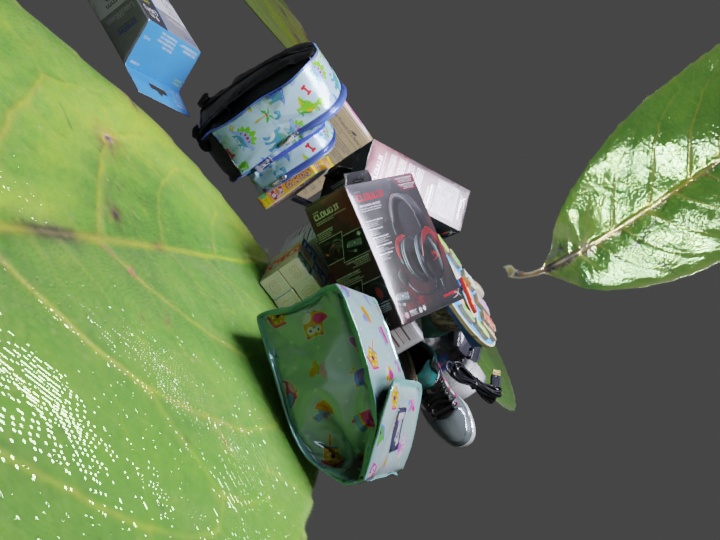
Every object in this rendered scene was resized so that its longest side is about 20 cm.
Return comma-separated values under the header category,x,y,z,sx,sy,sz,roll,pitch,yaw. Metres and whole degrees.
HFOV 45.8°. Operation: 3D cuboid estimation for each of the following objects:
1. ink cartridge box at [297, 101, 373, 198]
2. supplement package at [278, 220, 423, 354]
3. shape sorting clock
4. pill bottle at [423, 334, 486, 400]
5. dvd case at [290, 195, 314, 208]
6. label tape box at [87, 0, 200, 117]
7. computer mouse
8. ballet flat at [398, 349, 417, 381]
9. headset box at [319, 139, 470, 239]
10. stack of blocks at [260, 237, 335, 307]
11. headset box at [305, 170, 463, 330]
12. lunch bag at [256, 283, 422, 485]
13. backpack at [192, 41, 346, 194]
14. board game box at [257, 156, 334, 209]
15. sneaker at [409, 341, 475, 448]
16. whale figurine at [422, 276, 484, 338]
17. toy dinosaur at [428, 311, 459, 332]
category,x,y,z,sx,sy,sz,roll,pitch,yaw
ink cartridge box,-0.094,-0.243,1.450,0.200,0.165,0.075,50,13,-33
supplement package,-0.012,0.020,1.205,0.200,0.111,0.156,56,11,-13
shape sorting clock,0.140,0.022,1.225,0.200,0.039,0.200,56,15,-24
pill bottle,0.128,0.132,1.493,0.200,0.114,0.114,57,11,0
dvd case,-0.022,-0.085,1.497,0.148,0.016,0.200,23,0,18
label tape box,-0.278,-0.314,1.113,0.200,0.063,0.144,59,12,10
computer mouse,0.200,0.126,1.441,0.140,0.046,0.200,39,33,-28
ballet flat,0.053,0.126,1.306,0.046,0.067,0.200,18,27,-30
headset box,0.040,-0.113,1.295,0.200,0.149,0.075,25,67,-23
stack of blocks,-0.042,0.068,1.076,0.200,0.059,0.115,54,12,-14
headset box,0.028,-0.030,1.070,0.148,0.075,0.200,-17,83,-51
lunch bag,-0.010,0.126,0.902,0.200,0.122,0.170,68,11,13
backpack,-0.114,-0.218,1.199,0.147,0.200,0.183,51,11,-26
board game box,-0.096,-0.140,1.328,0.030,0.095,0.200,54,11,-7
sneaker,0.108,0.184,1.335,0.200,0.084,0.121,58,9,23
whale figurine,0.122,0.047,1.385,0.159,0.104,0.200,42,26,20
toy dinosaur,0.080,0.007,1.241,0.200,0.047,0.088,64,1,35
